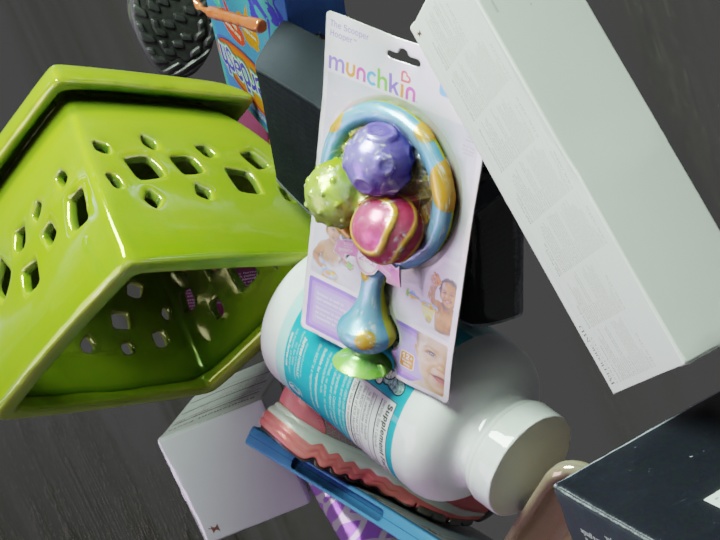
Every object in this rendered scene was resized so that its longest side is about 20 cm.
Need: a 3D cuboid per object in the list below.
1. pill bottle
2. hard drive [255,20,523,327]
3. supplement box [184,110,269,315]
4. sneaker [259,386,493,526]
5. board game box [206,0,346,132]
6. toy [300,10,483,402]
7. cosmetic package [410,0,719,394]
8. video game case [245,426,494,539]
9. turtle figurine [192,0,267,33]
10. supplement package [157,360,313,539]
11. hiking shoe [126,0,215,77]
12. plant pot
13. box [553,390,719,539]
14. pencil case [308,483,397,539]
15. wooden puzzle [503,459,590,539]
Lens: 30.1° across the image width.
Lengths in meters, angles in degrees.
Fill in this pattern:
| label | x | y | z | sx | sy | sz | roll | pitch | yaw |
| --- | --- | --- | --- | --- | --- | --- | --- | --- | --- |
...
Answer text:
| label | x | y | z | sx | sy | sz | roll | pitch | yaw |
| --- | --- | --- | --- | --- | --- | --- | --- | --- | --- |
| pill bottle | 0.036 | 0.070 | 0.842 | 0.200 | 0.111 | 0.111 | 34 | 149 | 38 |
| hard drive | 0.014 | -0.054 | 0.805 | 0.200 | 0.042 | 0.135 | 37 | 152 | 31 |
| supplement box | -0.121 | -0.031 | 1.168 | 0.200 | 0.103 | 0.131 | 94 | 167 | -62 |
| sneaker | 0.030 | 0.121 | 0.973 | 0.200 | 0.087 | 0.074 | 27 | 179 | -23 |
| board game box | -0.059 | -0.172 | 0.910 | 0.152 | 0.045 | 0.200 | 50 | 160 | 39 |
| toy | 0.005 | -0.027 | 0.731 | 0.115 | 0.047 | 0.200 | 26 | 127 | 33 |
| cosmetic package | 0.097 | -0.049 | 0.596 | 0.200 | 0.051 | 0.083 | 62 | 162 | 7 |
| video game case | 0.023 | 0.177 | 1.011 | 0.200 | 0.018 | 0.143 | 25 | 179 | 41 |
| turtle figurine | -0.070 | -0.223 | 0.763 | 0.200 | 0.064 | 0.162 | -125 | 39 | -55 |
| supplement package | -0.111 | 0.174 | 1.366 | 0.200 | 0.117 | 0.117 | -63 | -50 | -77 |
| hiking shoe | -0.168 | -0.259 | 1.097 | 0.101 | 0.076 | 0.200 | -132 | 29 | -67 |
| plant pot | -0.159 | -0.028 | 0.931 | 0.199 | 0.200 | 0.182 | -43 | 62 | 36 |
| box | 0.193 | 0.165 | 0.533 | 0.200 | 0.104 | 0.182 | 21 | 134 | 68 |
| pencil case | 0.023 | 0.238 | 1.249 | 0.085 | 0.084 | 0.200 | 6 | -132 | -60 |
| wooden puzzle | 0.172 | 0.203 | 0.765 | 0.200 | 0.037 | 0.185 | 46 | 160 | 17 |
